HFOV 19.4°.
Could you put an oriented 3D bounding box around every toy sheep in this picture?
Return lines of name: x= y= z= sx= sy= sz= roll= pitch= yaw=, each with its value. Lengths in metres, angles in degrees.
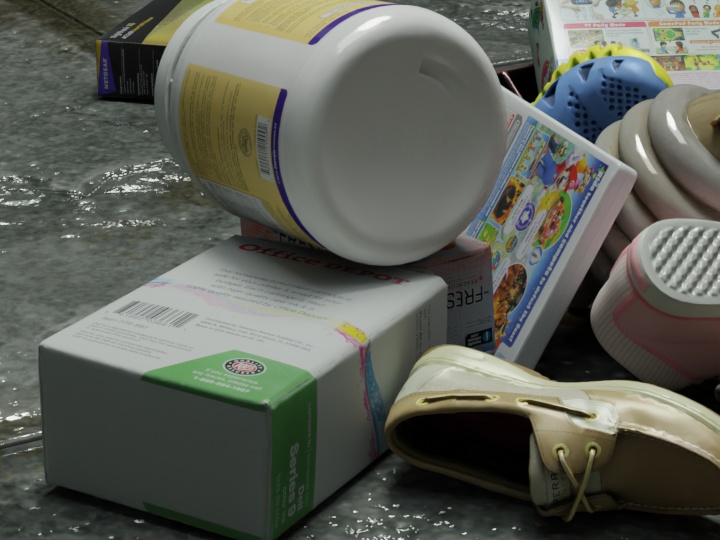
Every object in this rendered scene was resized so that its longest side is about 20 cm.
toy sheep: x=0.192 y=-0.037 z=1.286 sx=0.137 sy=0.200 sz=0.139 roll=27 pitch=35 yaw=-21

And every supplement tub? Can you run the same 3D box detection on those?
supplement tub: x=-0.024 y=-0.090 z=1.230 sx=0.144 sy=0.147 sz=0.200 roll=-12 pitch=18 yaw=-29

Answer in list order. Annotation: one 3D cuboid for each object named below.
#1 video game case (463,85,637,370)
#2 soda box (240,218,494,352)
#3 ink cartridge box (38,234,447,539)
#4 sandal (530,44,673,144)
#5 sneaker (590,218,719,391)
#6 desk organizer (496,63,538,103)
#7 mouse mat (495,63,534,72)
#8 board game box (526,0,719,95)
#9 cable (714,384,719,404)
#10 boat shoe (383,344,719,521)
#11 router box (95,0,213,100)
video game case: x=0.087 y=-0.030 z=1.305 sx=0.018 sy=0.144 sz=0.200 roll=24 pitch=9 yaw=-28
soda box: x=0.000 y=0.000 z=1.296 sx=0.063 sy=0.069 sz=0.199 roll=-14 pitch=20 yaw=-30
ink cartridge box: x=-0.059 y=0.057 z=1.144 sx=0.144 sy=0.088 sz=0.200 roll=12 pitch=25 yaw=26
sandal: x=0.124 y=-0.077 z=1.390 sx=0.199 sy=0.079 sz=0.087 roll=-30 pitch=28 yaw=39
sneaker: x=0.225 y=0.025 z=1.217 sx=0.198 sy=0.105 sz=0.076 roll=7 pitch=58 yaw=-20
desk organizer: x=0.150 y=-0.112 z=1.586 sx=0.199 sy=0.078 sz=0.072 roll=-14 pitch=25 yaw=-32
mouse mat: x=0.084 y=-0.144 z=1.669 sx=0.199 sy=0.008 sz=0.161 roll=-14 pitch=-1 yaw=-27
board game box: x=0.206 y=-0.125 z=1.511 sx=0.146 sy=0.065 sz=0.201 roll=-2 pitch=55 yaw=-6
cable: x=0.261 y=0.085 z=1.094 sx=0.097 sy=0.051 sz=0.200 roll=32 pitch=-4 yaw=-34
boat shoe: x=0.104 y=0.096 z=1.083 sx=0.198 sy=0.075 sz=0.066 roll=10 pitch=36 yaw=29
router box: x=-0.124 y=-0.197 z=1.840 sx=0.156 sy=0.053 sz=0.200 roll=5 pitch=22 yaw=13
